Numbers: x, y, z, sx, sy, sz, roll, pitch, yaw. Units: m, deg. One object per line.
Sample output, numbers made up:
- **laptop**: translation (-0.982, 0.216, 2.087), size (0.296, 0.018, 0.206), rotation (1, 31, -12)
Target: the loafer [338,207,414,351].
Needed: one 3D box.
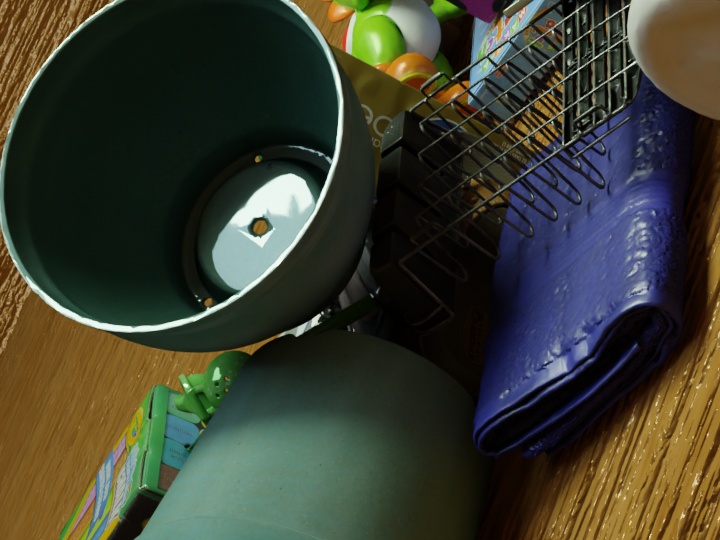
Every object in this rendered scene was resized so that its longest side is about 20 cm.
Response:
- **loafer**: translation (0.000, 0.000, 1.364), size (0.063, 0.072, 0.200), rotation (-61, 21, 16)

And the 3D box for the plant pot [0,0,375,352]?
- **plant pot**: translation (-0.074, -0.041, 1.194), size (0.200, 0.134, 0.200), rotation (-9, 67, 22)

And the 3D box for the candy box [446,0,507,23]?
- **candy box**: translation (0.054, -0.273, 1.493), size (0.061, 0.136, 0.200), rotation (-51, 20, 38)

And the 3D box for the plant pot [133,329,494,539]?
- **plant pot**: translation (-0.025, 0.149, 1.143), size (0.200, 0.200, 0.196), rotation (-48, 13, 47)

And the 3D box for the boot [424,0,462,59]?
- **boot**: translation (0.021, -0.176, 1.721), size (0.200, 0.070, 0.146), rotation (-23, 46, 69)

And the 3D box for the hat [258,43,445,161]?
- **hat**: translation (-0.059, -0.107, 1.579), size (0.166, 0.176, 0.200), rotation (46, 119, 52)

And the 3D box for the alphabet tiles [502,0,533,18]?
- **alphabet tiles**: translation (0.154, -0.194, 1.218), size (0.166, 0.006, 0.200), rotation (-35, 3, 15)

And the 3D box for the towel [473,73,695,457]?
- **towel**: translation (0.124, -0.006, 1.146), size (0.148, 0.050, 0.200), rotation (-42, 25, 39)

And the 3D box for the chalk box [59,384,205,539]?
- **chalk box**: translation (-0.115, 0.170, 1.509), size (0.200, 0.125, 0.124), rotation (-55, 18, 27)

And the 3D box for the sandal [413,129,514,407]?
- **sandal**: translation (0.069, -0.009, 1.256), size (0.055, 0.082, 0.200), rotation (-52, 20, 40)

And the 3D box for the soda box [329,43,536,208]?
- **soda box**: translation (0.008, -0.080, 1.346), size (0.068, 0.200, 0.064), rotation (-66, 15, -9)

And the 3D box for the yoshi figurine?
- **yoshi figurine**: translation (0.035, -0.193, 1.537), size (0.112, 0.112, 0.200), rotation (96, 161, -52)

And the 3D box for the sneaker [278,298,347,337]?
- **sneaker**: translation (-0.010, 0.025, 1.491), size (0.079, 0.074, 0.200), rotation (-130, 61, -77)

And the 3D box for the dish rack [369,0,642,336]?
- **dish rack**: translation (0.085, -0.072, 1.172), size (0.200, 0.055, 0.153), rotation (-35, 31, 30)

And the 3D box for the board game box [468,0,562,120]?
- **board game box**: translation (0.127, -0.213, 1.481), size (0.151, 0.037, 0.200), rotation (-54, 17, 35)

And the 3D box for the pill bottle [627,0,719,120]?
- **pill bottle**: translation (0.197, -0.175, 1.025), size (0.116, 0.116, 0.200), rotation (-41, 27, 56)

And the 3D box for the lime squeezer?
- **lime squeezer**: translation (-0.076, 0.060, 1.272), size (0.200, 0.038, 0.071), rotation (-30, 19, 48)
